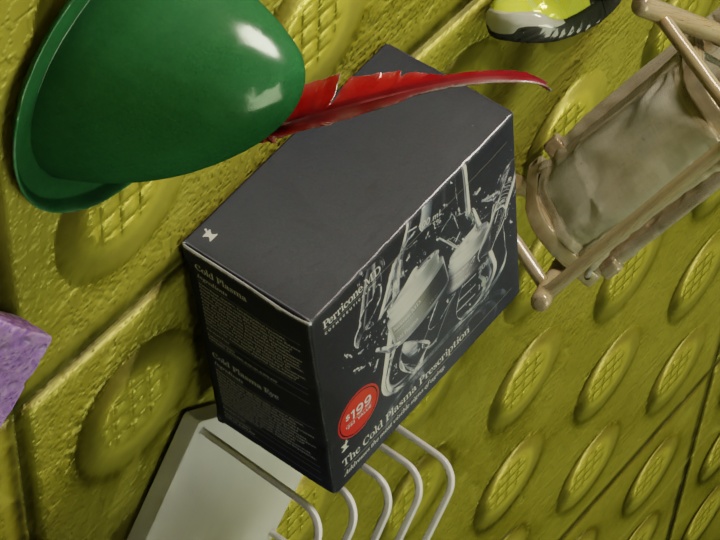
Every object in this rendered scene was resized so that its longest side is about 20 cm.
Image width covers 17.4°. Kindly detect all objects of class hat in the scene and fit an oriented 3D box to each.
[{"bbox_3d":[-0.047,-0.074,1.174,0.201,0.176,0.166,-56,158,-1],"label":"hat"}]

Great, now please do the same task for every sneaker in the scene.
[{"bbox_3d":[0.147,-0.215,1.566,0.200,0.075,0.077,-40,127,-36],"label":"sneaker"}]

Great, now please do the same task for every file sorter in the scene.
[{"bbox_3d":[-0.047,0.169,1.587,0.200,0.124,0.139,-11,130,-60],"label":"file sorter"}]

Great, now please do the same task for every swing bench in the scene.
[{"bbox_3d":[0.198,-0.090,1.652,0.199,0.130,0.200,-40,167,28],"label":"swing bench"}]

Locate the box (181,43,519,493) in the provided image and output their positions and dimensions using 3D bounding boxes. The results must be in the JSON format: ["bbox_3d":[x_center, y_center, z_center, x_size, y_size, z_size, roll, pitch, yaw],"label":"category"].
[{"bbox_3d":[0.000,0.000,1.462,0.200,0.104,0.183,-46,151,-26],"label":"box"}]

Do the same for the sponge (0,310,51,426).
[{"bbox_3d":[-0.241,0.104,1.210,0.201,0.030,0.111,-59,159,3],"label":"sponge"}]
